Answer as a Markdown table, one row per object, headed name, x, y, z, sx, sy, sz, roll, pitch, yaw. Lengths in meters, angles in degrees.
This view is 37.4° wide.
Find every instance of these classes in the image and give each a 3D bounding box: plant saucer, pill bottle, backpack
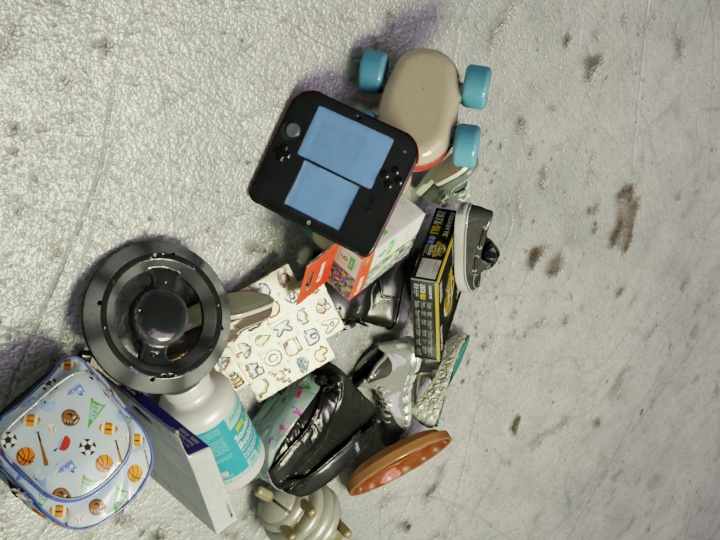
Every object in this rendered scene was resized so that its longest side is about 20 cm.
| name | x | y | z | sx | sy | sz | roll | pitch | yaw |
| --- | --- | --- | --- | --- | --- | --- | --- | --- | --- |
| plant saucer | 0.063 | 0.326 | 1.829 | 0.200 | 0.032 | 0.200 | -25 | 161 | -9 |
| pill bottle | -0.217 | 0.217 | 1.511 | 0.111 | 0.111 | 0.200 | -40 | 134 | -22 |
| backpack | -0.085 | 0.247 | 1.644 | 0.200 | 0.127 | 0.167 | -51 | 127 | -12 |
| backpack | -0.353 | 0.222 | 1.317 | 0.200 | 0.154 | 0.191 | -43 | 100 | -19 |

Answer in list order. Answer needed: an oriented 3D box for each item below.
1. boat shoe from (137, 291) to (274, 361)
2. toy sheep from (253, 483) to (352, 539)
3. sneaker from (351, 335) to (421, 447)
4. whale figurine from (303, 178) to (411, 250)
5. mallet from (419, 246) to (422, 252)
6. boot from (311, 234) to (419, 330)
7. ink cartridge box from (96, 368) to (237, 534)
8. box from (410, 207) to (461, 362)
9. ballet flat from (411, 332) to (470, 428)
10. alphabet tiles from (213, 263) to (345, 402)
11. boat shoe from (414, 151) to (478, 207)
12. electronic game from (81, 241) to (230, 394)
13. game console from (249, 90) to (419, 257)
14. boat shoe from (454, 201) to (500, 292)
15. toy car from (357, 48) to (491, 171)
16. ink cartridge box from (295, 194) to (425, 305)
| name | x | y | z | sx | sy | sz | roll | pitch | yaw |
| --- | --- | --- | --- | --- | --- | --- | --- | --- | --- |
| boat shoe | -0.211 | 0.081 | 1.470 | 0.200 | 0.072 | 0.060 | -17 | 116 | -28 |
| toy sheep | -0.097 | 0.390 | 1.702 | 0.138 | 0.138 | 0.200 | -52 | 128 | -11 |
| sneaker | 0.029 | 0.205 | 1.784 | 0.115 | 0.075 | 0.200 | -1 | 106 | -34 |
| whale figurine | -0.010 | -0.108 | 1.562 | 0.200 | 0.104 | 0.159 | -29 | 156 | -47 |
| mallet | 0.080 | 0.005 | 1.748 | 0.200 | 0.041 | 0.066 | -40 | 132 | -28 |
| boot | 0.000 | -0.001 | 1.632 | 0.162 | 0.073 | 0.198 | 9 | 85 | -26 |
| ink cartridge box | -0.257 | 0.231 | 1.416 | 0.041 | 0.200 | 0.200 | -36 | 133 | -27 |
| box | 0.124 | 0.024 | 1.709 | 0.200 | 0.049 | 0.160 | 85 | 19 | -47 |
| ballet flat | 0.135 | 0.181 | 1.856 | 0.200 | 0.072 | 0.072 | -65 | 143 | -34 |
| alphabet tiles | -0.128 | 0.092 | 1.549 | 0.200 | 0.006 | 0.166 | -30 | 111 | -10 |
| boat shoe | 0.145 | -0.137 | 1.621 | 0.062 | 0.200 | 0.073 | 37 | 75 | -9 |
| electronic game | -0.263 | 0.061 | 1.385 | 0.200 | 0.042 | 0.200 | 5 | 79 | -28 |
| game console | -0.035 | -0.136 | 1.457 | 0.177 | 0.200 | 0.031 | -63 | 166 | 0 |
| boat shoe | 0.188 | -0.032 | 1.681 | 0.200 | 0.066 | 0.070 | 82 | 23 | -48 |
| toy car | 0.090 | -0.212 | 1.570 | 0.200 | 0.184 | 0.177 | 68 | 32 | -75 |
| ink cartridge box | 0.000 | -0.016 | 1.524 | 0.200 | 0.050 | 0.109 | -38 | 162 | -31 |
